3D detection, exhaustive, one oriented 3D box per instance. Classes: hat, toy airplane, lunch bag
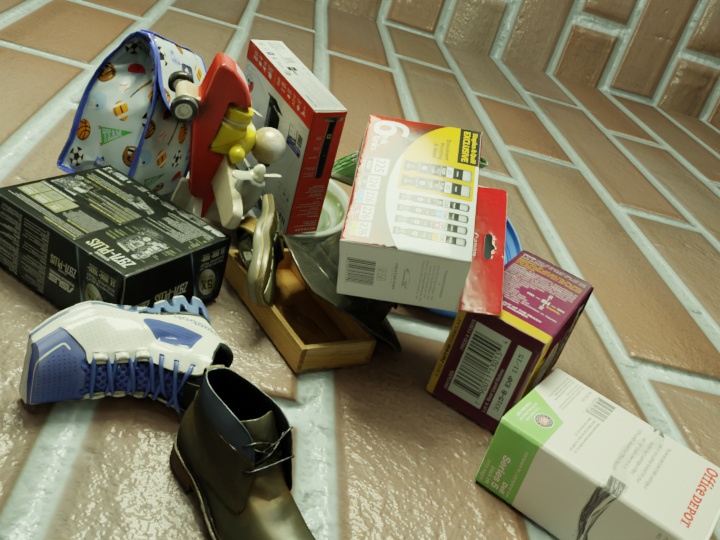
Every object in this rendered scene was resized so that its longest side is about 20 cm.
[{"bbox_3d":[0.000,0.000,0.889,0.201,0.081,0.201,44,8,-8],"label":"hat"},{"bbox_3d":[-0.161,-0.140,0.938,0.140,0.202,0.199,-2,-5,-16],"label":"toy airplane"},{"bbox_3d":[-0.276,-0.203,1.008,0.123,0.201,0.170,24,9,7],"label":"lunch bag"}]

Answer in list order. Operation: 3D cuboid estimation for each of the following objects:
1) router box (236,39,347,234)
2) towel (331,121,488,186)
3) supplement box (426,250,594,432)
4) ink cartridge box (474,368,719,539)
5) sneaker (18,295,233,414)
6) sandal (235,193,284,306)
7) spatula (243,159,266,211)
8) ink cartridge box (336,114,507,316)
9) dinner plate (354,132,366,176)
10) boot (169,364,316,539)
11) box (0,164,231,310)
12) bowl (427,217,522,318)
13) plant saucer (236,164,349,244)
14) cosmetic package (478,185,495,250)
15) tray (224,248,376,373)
[{"bbox_3d":[-0.102,-0.178,1.018,0.049,0.180,0.200,-7,41,-32],"label":"router box"},{"bbox_3d":[0.062,-0.153,1.131,0.152,0.199,0.024,18,66,-36],"label":"towel"},{"bbox_3d":[0.177,0.077,0.894,0.103,0.132,0.200,29,30,20],"label":"supplement box"},{"bbox_3d":[0.237,0.201,0.749,0.199,0.084,0.145,32,30,26],"label":"ink cartridge box"},{"bbox_3d":[-0.192,0.084,0.700,0.115,0.081,0.199,35,29,33],"label":"sneaker"},{"bbox_3d":[-0.122,-0.028,0.899,0.054,0.081,0.201,-4,32,3],"label":"sandal"},{"bbox_3d":[-0.160,-0.146,1.040,0.201,0.020,0.056,59,11,23],"label":"spatula"},{"bbox_3d":[0.077,-0.062,0.823,0.174,0.084,0.201,9,50,2],"label":"ink cartridge box"},{"bbox_3d":[0.021,-0.083,1.014,0.024,0.201,0.201,-3,32,-14],"label":"dinner plate"},{"bbox_3d":[-0.083,0.164,0.603,0.074,0.097,0.200,-12,40,-45],"label":"boot"},{"bbox_3d":[-0.273,-0.025,0.846,0.199,0.087,0.164,29,28,20],"label":"box"},{"bbox_3d":[0.126,-0.028,1.052,0.199,0.039,0.202,10,62,-18],"label":"bowl"},{"bbox_3d":[-0.111,-0.088,1.091,0.199,0.050,0.201,12,36,-9],"label":"plant saucer"},{"bbox_3d":[0.109,-0.072,1.139,0.199,0.081,0.114,8,59,-20],"label":"cosmetic package"},{"bbox_3d":[-0.076,0.041,0.904,0.098,0.037,0.200,-2,35,-36],"label":"tray"}]
